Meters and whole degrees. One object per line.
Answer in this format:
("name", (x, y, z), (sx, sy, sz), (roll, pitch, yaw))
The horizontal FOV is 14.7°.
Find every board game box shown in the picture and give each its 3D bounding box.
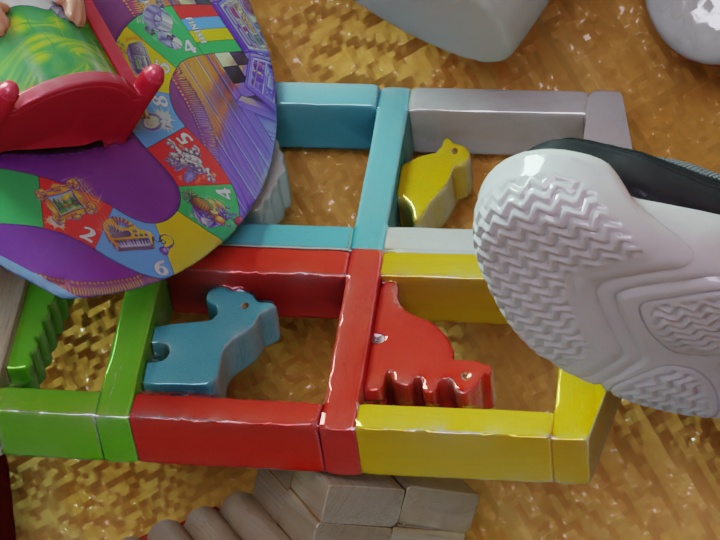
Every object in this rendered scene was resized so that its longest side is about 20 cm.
("board game box", (-0.104, -0.083, 0.748), (0.200, 0.039, 0.158), (28, 42, -12))

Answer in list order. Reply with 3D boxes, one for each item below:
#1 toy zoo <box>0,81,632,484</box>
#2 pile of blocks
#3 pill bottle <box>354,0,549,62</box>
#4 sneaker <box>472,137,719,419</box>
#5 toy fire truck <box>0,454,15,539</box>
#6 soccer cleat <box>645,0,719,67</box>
("toy zoo", (0.000, 0.000, 0.771), (0.200, 0.020, 0.131), (2, 48, 9))
("pile of blocks", (-0.060, 0.110, 0.764), (0.200, 0.082, 0.062), (-30, 28, -11))
("pill bottle", (0.059, -0.164, 0.791), (0.114, 0.114, 0.200), (31, 80, 16))
("sneaker", (0.113, -0.019, 0.727), (0.200, 0.075, 0.114), (21, 61, -31))
("toy fire truck", (-0.203, 0.019, 0.787), (0.200, 0.112, 0.168), (-6, 91, 7))
("soccer cleat", (0.151, -0.142, 0.786), (0.200, 0.085, 0.069), (-45, 73, -7))
